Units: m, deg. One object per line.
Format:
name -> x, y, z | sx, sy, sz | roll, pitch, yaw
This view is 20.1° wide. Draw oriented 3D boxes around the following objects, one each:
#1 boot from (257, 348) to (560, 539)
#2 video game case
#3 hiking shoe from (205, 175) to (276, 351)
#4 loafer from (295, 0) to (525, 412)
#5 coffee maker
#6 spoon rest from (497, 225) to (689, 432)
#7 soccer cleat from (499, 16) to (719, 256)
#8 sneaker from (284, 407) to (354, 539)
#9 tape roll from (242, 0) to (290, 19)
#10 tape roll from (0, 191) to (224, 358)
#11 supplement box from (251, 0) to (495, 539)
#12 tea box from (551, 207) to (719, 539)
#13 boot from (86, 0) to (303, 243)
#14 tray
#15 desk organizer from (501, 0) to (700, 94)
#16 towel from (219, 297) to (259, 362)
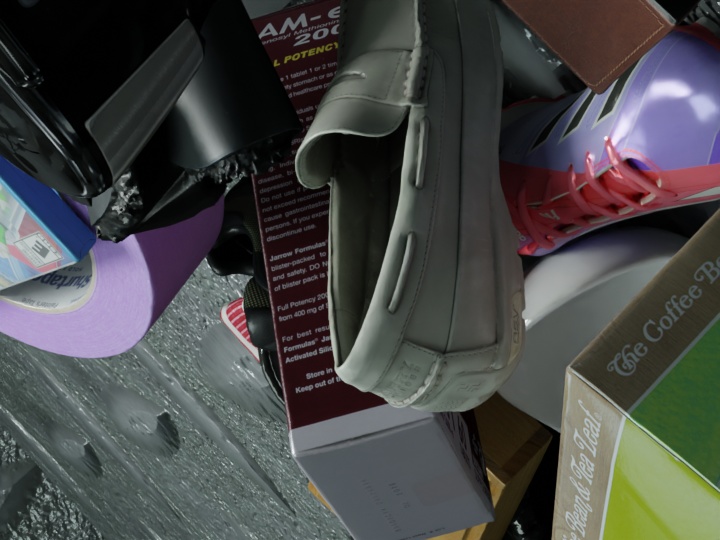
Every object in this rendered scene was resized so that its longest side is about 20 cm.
boot -> 0.043, 0.077, 1.060 | 0.210, 0.080, 0.158 | 36, 170, -2
video game case -> -0.224, -0.041, 0.951 | 0.143, 0.018, 0.199 | 48, 145, -20
hiking shoe -> -0.005, 0.015, 1.003 | 0.199, 0.101, 0.076 | 32, 159, 38
loafer -> 0.012, -0.048, 0.722 | 0.069, 0.202, 0.070 | 10, 148, -29
coffee maker -> -0.081, -0.154, 0.638 | 0.192, 0.200, 0.135 | 48, 162, -6
spoon rest -> 0.099, 0.036, 0.839 | 0.061, 0.099, 0.200 | 63, 177, 18
soccer cleat -> 0.082, -0.036, 0.724 | 0.067, 0.076, 0.200 | 49, 163, -10
sneaker -> 0.021, 0.100, 1.190 | 0.073, 0.086, 0.202 | -21, 89, 48
tape roll -> -0.117, -0.175, 0.901 | 0.202, 0.071, 0.203 | 41, 162, 16
tape roll -> -0.164, -0.052, 0.961 | 0.199, 0.066, 0.201 | 23, 144, 18
supplement box -> 0.000, 0.000, 0.830 | 0.109, 0.060, 0.202 | 60, -164, -59
tea box -> 0.176, 0.088, 0.682 | 0.196, 0.134, 0.200 | 39, 161, 19
boot -> -0.122, -0.090, 0.776 | 0.199, 0.076, 0.170 | -16, 93, 38
tray -> 0.027, 0.093, 0.965 | 0.099, 0.037, 0.200 | 42, 156, 14
desk organizer -> 0.086, -0.121, 0.534 | 0.077, 0.072, 0.200 | 44, 163, -1
towel -> -0.022, 0.071, 1.309 | 0.144, 0.023, 0.200 | 50, 163, -8
